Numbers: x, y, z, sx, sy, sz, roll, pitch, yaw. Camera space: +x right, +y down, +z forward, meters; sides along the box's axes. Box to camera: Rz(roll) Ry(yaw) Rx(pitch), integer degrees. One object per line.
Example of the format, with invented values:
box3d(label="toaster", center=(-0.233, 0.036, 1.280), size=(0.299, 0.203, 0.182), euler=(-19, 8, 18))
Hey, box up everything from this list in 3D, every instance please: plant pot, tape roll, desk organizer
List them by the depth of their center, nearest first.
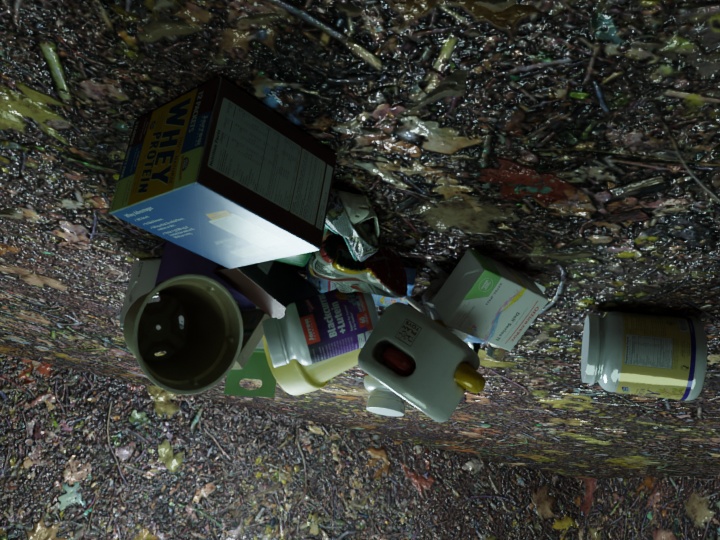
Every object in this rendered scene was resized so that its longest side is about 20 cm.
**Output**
box3d(label="plant pot", center=(-0.337, 0.109, 1.300), size=(0.198, 0.205, 0.182), euler=(22, 167, -32))
box3d(label="desk organizer", center=(-0.166, 0.025, 1.319), size=(0.076, 0.073, 0.200), euler=(-8, 140, 43))
box3d(label="tape roll", center=(-0.289, 0.014, 1.392), size=(0.195, 0.087, 0.201), euler=(9, 160, 3))
box3d(label="plant pot", center=(-0.075, 0.138, 1.493), size=(0.185, 0.205, 0.201), euler=(-16, 152, 21))

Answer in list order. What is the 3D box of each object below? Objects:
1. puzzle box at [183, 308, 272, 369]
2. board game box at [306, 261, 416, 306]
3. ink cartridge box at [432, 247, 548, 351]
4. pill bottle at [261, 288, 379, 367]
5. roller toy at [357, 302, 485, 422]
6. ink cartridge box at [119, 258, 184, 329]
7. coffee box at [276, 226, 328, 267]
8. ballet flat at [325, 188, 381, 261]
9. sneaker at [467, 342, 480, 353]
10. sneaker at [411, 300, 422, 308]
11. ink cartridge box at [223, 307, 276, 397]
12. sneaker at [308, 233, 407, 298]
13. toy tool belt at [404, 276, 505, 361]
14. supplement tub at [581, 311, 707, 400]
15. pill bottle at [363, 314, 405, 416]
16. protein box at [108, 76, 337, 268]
box3d(label="puzzle box", center=(-0.269, 0.132, 1.387), size=(0.197, 0.134, 0.026), euler=(-7, 129, 36))
box3d(label="board game box", center=(-0.001, 0.023, 1.352), size=(0.195, 0.037, 0.152), euler=(10, 159, 1))
box3d(label="ink cartridge box", center=(0.232, 0.058, 1.211), size=(0.197, 0.068, 0.118), euler=(22, 112, -32))
box3d(label="pill bottle", center=(-0.069, 0.099, 1.266), size=(0.196, 0.113, 0.112), euler=(-18, 162, -7))
box3d(label="roller toy", center=(0.099, 0.144, 1.184), size=(0.181, 0.141, 0.200), euler=(35, 174, -12))
box3d(label="ink cartridge box", center=(-0.394, 0.080, 1.523), size=(0.082, 0.149, 0.199), euler=(-3, 157, 30))
box3d(label="coffee box", center=(-0.124, -0.066, 1.160), size=(0.120, 0.045, 0.200), euler=(13, 160, -11))
box3d(label="ballet flat", center=(-0.013, -0.079, 1.066), size=(0.070, 0.074, 0.200), euler=(1, 159, 21))
box3d(label="sneaker", center=(0.201, 0.124, 1.497), size=(0.088, 0.080, 0.201), euler=(9, 156, 24))
box3d(label="sneaker", center=(0.107, 0.110, 1.442), size=(0.073, 0.083, 0.200), euler=(0, 166, 5))
box3d(label="ink cartridge box", center=(-0.248, 0.180, 1.645), size=(0.142, 0.205, 0.048), euler=(-1, 158, 25))
box3d(label="sneaker", center=(0.000, 0.000, 1.209), size=(0.197, 0.079, 0.082), euler=(23, 142, -32))
box3d(label="toy tool belt", center=(0.181, 0.088, 1.334), size=(0.198, 0.127, 0.122), euler=(28, 165, -37))
box3d(label="supplement tub", center=(0.508, 0.152, 1.308), size=(0.195, 0.149, 0.146), euler=(4, 160, 13))
box3d(label="pill bottle", center=(0.067, 0.208, 1.576), size=(0.109, 0.205, 0.113), euler=(7, 161, 3))
box3d(label="protein box", center=(-0.173, -0.111, 0.925), size=(0.196, 0.138, 0.198), euler=(-9, 153, 42))
